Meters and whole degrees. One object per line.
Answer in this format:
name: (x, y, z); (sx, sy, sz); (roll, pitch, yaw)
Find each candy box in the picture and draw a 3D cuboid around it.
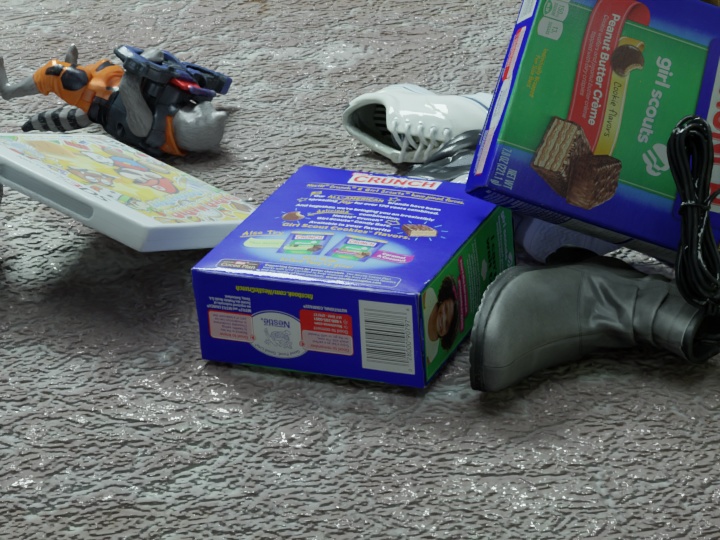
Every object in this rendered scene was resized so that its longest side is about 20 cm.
candy box: (0.000, 0.000, 1.541); (0.169, 0.077, 0.200); (7, 27, 21)
candy box: (0.195, -0.104, 1.517); (0.199, 0.170, 0.077); (17, -2, -8)

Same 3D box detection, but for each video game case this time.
video game case: (-0.177, -0.061, 1.632); (0.182, 0.023, 0.200); (25, 13, 23)

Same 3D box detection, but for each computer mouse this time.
computer mouse: (0.298, -0.028, 1.453); (0.199, 0.141, 0.046); (6, -11, -18)

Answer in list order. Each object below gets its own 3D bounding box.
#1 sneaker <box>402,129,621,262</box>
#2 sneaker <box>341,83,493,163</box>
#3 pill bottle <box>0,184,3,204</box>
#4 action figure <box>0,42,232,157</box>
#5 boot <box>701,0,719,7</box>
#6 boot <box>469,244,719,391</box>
sneaker: (0.119, -0.062, 1.670); (0.199, 0.076, 0.114); (1, 27, 13)
sneaker: (0.059, -0.108, 1.795); (0.071, 0.073, 0.200); (-20, 20, -30)
pill bottle: (-0.328, -0.030, 1.586); (0.113, 0.114, 0.200); (-1, 24, 2)
action figure: (-0.192, -0.142, 1.895); (0.193, 0.105, 0.200); (19, 6, 26)
boot: (0.193, -0.212, 1.670); (0.201, 0.071, 0.144); (-10, 19, -24)
boot: (0.164, 0.035, 1.460); (0.131, 0.070, 0.200); (14, 28, 27)
